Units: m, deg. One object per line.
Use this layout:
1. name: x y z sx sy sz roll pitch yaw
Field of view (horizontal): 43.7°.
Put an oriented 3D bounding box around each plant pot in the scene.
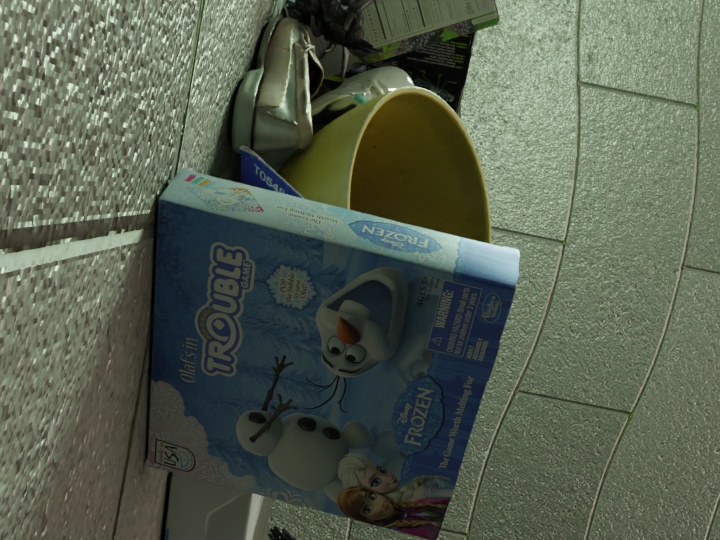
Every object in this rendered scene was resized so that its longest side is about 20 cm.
1. plant pot: -0.002 -0.034 0.728 0.198 0.140 0.204 6 82 -51

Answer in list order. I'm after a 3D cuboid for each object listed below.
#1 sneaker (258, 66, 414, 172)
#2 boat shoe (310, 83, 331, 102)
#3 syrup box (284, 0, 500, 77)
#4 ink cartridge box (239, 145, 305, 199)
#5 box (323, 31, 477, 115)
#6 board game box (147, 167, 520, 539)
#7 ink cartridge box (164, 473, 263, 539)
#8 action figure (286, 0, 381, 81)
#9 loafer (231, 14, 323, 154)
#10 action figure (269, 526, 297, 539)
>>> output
1. sneaker: -0.007 -0.139 0.812 0.199 0.076 0.088 -38 180 -33
2. boat shoe: -0.060 -0.147 0.915 0.077 0.071 0.200 -64 160 -5
3. syrup box: 0.031 -0.261 0.885 0.079 0.197 0.083 -82 154 -62
4. ink cartridge box: -0.036 0.041 0.645 0.040 0.199 0.201 -37 159 -27
5. box: 0.023 -0.242 0.969 0.048 0.196 0.196 -81 -179 -58
6. board game box: -0.026 0.058 0.535 0.044 0.195 0.203 -70 172 -56
7. ink cartridge box: -0.117 0.176 0.793 0.201 0.067 0.118 -81 -178 -69
8. action figure: -0.010 -0.268 0.782 0.102 0.119 0.201 -38 152 -23
9. loafer: -0.058 -0.149 0.737 0.201 0.062 0.073 -81 179 -54
10. action figure: -0.126 0.327 0.818 0.199 0.101 0.120 -32 145 -56
